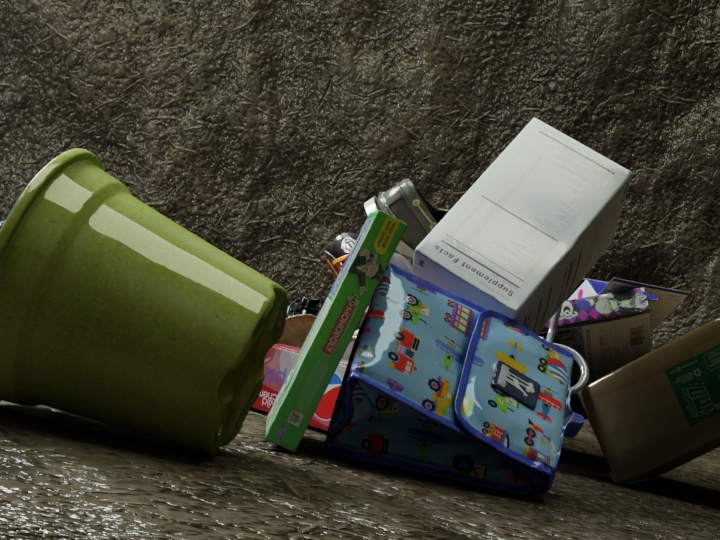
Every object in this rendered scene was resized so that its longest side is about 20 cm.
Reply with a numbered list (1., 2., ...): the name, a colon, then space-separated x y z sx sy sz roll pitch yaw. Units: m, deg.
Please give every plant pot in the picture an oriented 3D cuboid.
1. plant pot: -0.159 0.040 1.109 0.183 0.202 0.200 23 2 8

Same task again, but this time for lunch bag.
1. lunch bag: 0.086 0.102 1.257 0.199 0.094 0.151 20 38 -1

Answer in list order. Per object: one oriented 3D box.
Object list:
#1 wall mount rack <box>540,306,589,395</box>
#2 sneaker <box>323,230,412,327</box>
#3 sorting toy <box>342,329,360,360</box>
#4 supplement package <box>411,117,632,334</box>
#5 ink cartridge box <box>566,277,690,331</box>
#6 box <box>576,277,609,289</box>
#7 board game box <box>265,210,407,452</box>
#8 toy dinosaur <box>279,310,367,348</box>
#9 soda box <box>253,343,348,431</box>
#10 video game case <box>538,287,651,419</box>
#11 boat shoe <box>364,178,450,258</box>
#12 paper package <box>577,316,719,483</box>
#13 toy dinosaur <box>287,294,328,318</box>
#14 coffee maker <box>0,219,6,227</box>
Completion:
1. wall mount rack: 0.131 0.039 1.462 0.199 0.174 0.075 14 -40 8
2. sneaker: 0.000 0.000 1.635 0.077 0.112 0.200 -25 -22 -12
3. sorting toy: 0.093 0.057 1.629 0.199 0.181 0.107 -9 41 -42
4. supplement package: 0.144 -0.022 1.398 0.113 0.200 0.110 32 -32 19
5. ink cartridge box: 0.252 0.059 1.607 0.094 0.037 0.200 10 -36 -21
6. box: 0.369 0.114 2.468 0.103 0.202 0.182 10 1 5
7. board game box: -0.022 0.047 1.262 0.029 0.201 0.135 27 0 -4
8. toy dinosaur: -0.063 0.085 1.549 0.058 0.199 0.101 -108 171 -48
9. soda box: -0.029 0.113 1.414 0.199 0.064 0.070 11 -1 45
10. video game case: 0.215 0.098 1.597 0.180 0.036 0.200 -11 -35 6
11. boat shoe: 0.084 -0.035 1.643 0.201 0.060 0.072 34 25 -46
12. paper package: 0.332 0.120 1.484 0.199 0.104 0.190 -29 -14 19
13. toy dinosaur: -0.056 0.104 1.735 0.198 0.103 0.136 -3 -28 18
14. coffee maker: -0.339 -0.014 1.817 0.135 0.192 0.200 54 -8 -25
